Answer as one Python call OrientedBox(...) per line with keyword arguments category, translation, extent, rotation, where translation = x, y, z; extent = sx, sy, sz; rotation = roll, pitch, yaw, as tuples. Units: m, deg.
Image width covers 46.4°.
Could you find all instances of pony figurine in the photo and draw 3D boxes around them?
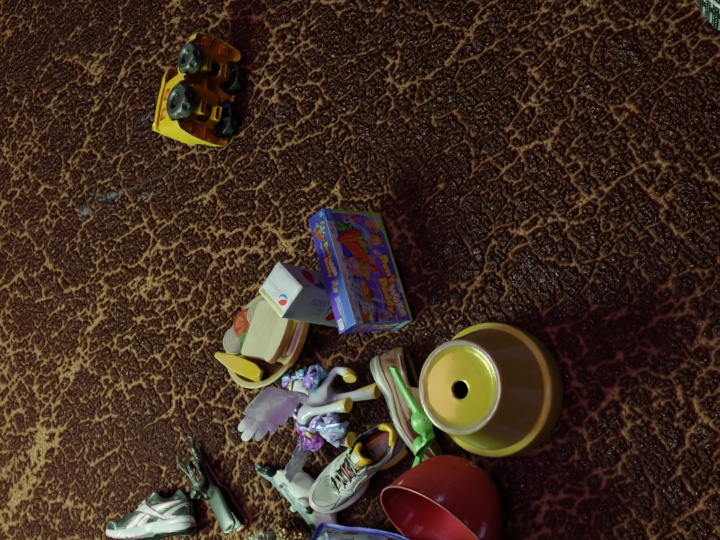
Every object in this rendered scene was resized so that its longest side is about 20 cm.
OrientedBox(category="pony figurine", translation=(-0.083, 0.239, 1.400), extent=(0.197, 0.168, 0.195), rotation=(-2, 44, 41))

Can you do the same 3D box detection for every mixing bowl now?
OrientedBox(category="mixing bowl", translation=(0.138, 0.351, 1.253), extent=(0.197, 0.203, 0.109), rotation=(20, 52, 31))

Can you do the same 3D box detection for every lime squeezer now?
OrientedBox(category="lime squeezer", translation=(0.080, 0.247, 1.273), extent=(0.069, 0.038, 0.204), rotation=(5, 113, 32))

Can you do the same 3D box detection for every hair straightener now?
OrientedBox(category="hair straightener", translation=(-0.280, 0.389, 1.532), extent=(0.041, 0.076, 0.202), rotation=(-42, 64, 19))

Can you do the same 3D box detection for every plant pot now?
OrientedBox(category="plant pot", translation=(0.179, 0.175, 1.238), extent=(0.197, 0.188, 0.206), rotation=(-5, 80, 29))

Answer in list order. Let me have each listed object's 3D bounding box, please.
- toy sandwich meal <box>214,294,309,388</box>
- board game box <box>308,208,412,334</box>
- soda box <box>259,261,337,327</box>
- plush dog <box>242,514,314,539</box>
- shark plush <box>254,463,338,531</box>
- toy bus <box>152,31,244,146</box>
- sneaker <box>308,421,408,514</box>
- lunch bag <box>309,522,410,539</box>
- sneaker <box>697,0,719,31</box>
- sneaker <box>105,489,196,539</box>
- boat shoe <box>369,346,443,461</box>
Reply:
OrientedBox(category="toy sandwich meal", translation=(-0.178, 0.115, 1.495), extent=(0.202, 0.070, 0.209), rotation=(-19, 55, 29))
OrientedBox(category="board game box", translation=(0.000, 0.000, 1.398), extent=(0.045, 0.133, 0.204), rotation=(-33, 66, 42))
OrientedBox(category="soda box", translation=(-0.080, 0.044, 1.402), extent=(0.068, 0.199, 0.064), rotation=(44, 103, 28))
OrientedBox(category="plush dog", translation=(-0.134, 0.492, 1.409), extent=(0.168, 0.161, 0.203), rotation=(-17, 113, 13))
OrientedBox(category="shark plush", translation=(-0.118, 0.394, 1.448), extent=(0.197, 0.091, 0.085), rotation=(17, 122, 25))
OrientedBox(category="toy bus", translation=(-0.339, -0.350, 1.672), extent=(0.190, 0.134, 0.205), rotation=(3, 81, 46))
OrientedBox(category="sneaker", translation=(-0.010, 0.313, 1.364), extent=(0.200, 0.082, 0.078), rotation=(-43, 62, 1))
OrientedBox(category="lunch bag", translation=(0.015, 0.501, 1.298), extent=(0.195, 0.124, 0.174), rotation=(2, 103, 15))
OrientedBox(category="sneaker", translation=(0.563, -0.363, 1.182), extent=(0.080, 0.074, 0.200), rotation=(-44, 67, 0))
OrientedBox(category="sneaker", translation=(-0.392, 0.464, 1.598), extent=(0.196, 0.080, 0.088), rotation=(-13, 64, 20))
OrientedBox(category="boat shoe", translation=(0.086, 0.214, 1.353), extent=(0.071, 0.075, 0.203), rotation=(-32, 72, 15))
